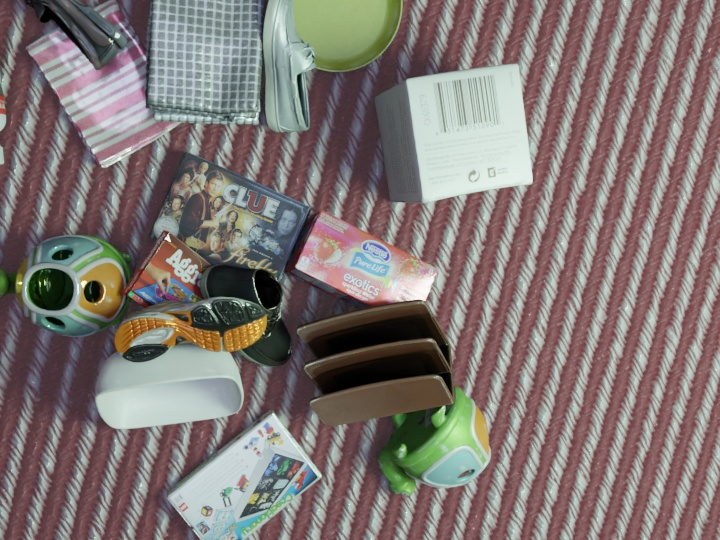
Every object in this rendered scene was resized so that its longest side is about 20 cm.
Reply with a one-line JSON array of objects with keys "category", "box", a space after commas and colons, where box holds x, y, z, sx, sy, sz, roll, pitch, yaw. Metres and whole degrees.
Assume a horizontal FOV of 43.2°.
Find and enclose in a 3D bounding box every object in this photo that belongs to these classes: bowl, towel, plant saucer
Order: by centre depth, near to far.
[{"category": "towel", "box": [-0.216, -0.309, 1.271, 0.164, 0.086, 0.203, 2, 88, -15]}, {"category": "bowl", "box": [-0.266, 0.155, 1.272, 0.197, 0.200, 0.075, -6, 65, -9]}, {"category": "towel", "box": [-0.359, -0.265, 1.289, 0.146, 0.030, 0.201, -32, 99, -7]}, {"category": "plant saucer", "box": [-0.037, -0.393, 1.337, 0.198, 0.031, 0.203, -1, 95, -9]}]

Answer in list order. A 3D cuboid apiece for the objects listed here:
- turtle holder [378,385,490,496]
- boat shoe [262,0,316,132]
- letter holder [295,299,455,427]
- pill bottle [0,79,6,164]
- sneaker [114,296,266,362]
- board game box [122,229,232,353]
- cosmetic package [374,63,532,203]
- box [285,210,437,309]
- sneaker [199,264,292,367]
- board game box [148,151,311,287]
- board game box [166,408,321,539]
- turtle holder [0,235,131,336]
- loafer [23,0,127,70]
[{"category": "turtle holder", "box": [0.112, 0.268, 1.363, 0.132, 0.141, 0.186, 42, 85, -15]}, {"category": "boat shoe", "box": [-0.096, -0.294, 1.289, 0.071, 0.070, 0.203, 6, 117, 9]}, {"category": "letter holder", "box": [0.018, 0.130, 1.286, 0.198, 0.101, 0.143, -13, 141, 16]}, {"category": "pill bottle", "box": [-0.538, -0.239, 1.214, 0.114, 0.116, 0.203, -7, 96, -10]}, {"category": "sneaker", "box": [-0.225, 0.064, 1.206, 0.198, 0.092, 0.077, -5, 108, -13]}, {"category": "board game box", "box": [-0.233, 0.040, 1.285, 0.200, 0.019, 0.104, 42, 72, -40]}, {"category": "cosmetic package", "box": [0.127, -0.190, 1.297, 0.163, 0.200, 0.167, -10, 96, -9]}, {"category": "box", "box": [0.000, 0.000, 1.336, 0.198, 0.100, 0.096, 26, 81, -11]}, {"category": "sneaker", "box": [-0.135, 0.072, 1.287, 0.200, 0.105, 0.075, 53, 52, -37]}, {"category": "board game box", "box": [-0.187, -0.069, 1.313, 0.198, 0.035, 0.137, 23, 90, 1]}, {"category": "board game box", "box": [-0.174, 0.322, 1.368, 0.199, 0.035, 0.127, -38, 99, -5]}, {"category": "turtle holder", "box": [-0.411, 0.012, 1.238, 0.184, 0.132, 0.142, 32, 96, 4]}, {"category": "loafer", "box": [-0.413, -0.353, 1.239, 0.199, 0.072, 0.063, 37, 86, 1]}]
